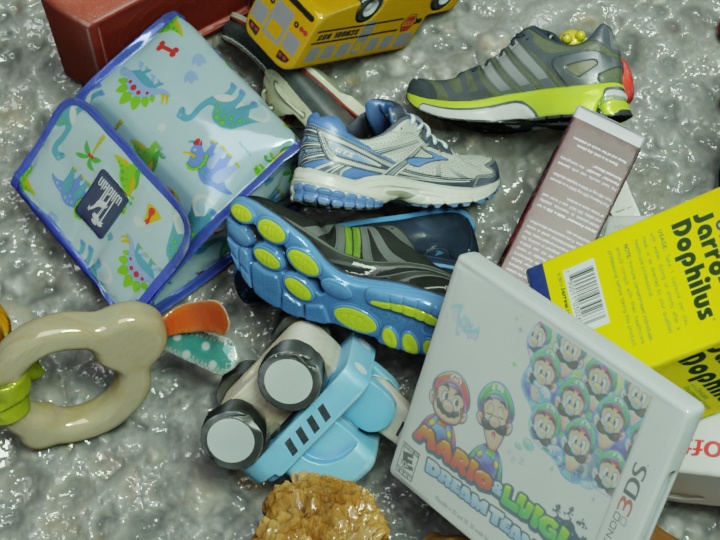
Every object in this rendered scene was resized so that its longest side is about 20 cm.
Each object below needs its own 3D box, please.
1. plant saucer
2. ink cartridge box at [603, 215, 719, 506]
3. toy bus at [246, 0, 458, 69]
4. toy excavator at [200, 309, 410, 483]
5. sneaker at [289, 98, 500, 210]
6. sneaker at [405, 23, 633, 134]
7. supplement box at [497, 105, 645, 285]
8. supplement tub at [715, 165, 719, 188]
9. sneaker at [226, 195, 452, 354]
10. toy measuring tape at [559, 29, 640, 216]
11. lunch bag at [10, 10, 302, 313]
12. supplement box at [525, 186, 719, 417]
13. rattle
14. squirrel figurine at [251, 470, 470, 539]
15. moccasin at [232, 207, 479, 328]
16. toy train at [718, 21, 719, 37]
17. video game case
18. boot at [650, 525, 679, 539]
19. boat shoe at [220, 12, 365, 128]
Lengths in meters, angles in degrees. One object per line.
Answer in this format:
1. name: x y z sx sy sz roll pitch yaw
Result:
1. plant saucer: -0.156 -0.222 1.226 0.199 0.200 0.037 -30 82 -10
2. ink cartridge box: 0.245 0.066 1.110 0.144 0.084 0.201 1 69 36
3. toy bus: 0.000 -0.224 1.251 0.065 0.078 0.200 46 37 18
4. toy excavator: 0.010 0.111 1.124 0.200 0.100 0.194 41 106 -10
5. sneaker: 0.036 -0.092 1.177 0.200 0.077 0.085 -4 98 -39
6. sneaker: 0.129 -0.156 1.220 0.199 0.074 0.081 2 85 30
7. supplement box: 0.144 -0.015 1.150 0.061 0.109 0.200 25 81 4
8. supplement tub: 0.350 -0.097 1.151 0.122 0.200 0.123 -1 67 2
9. sneaker: -0.010 -0.001 1.124 0.199 0.071 0.083 23 34 4
10. toy measuring tape: 0.202 -0.119 1.235 0.073 0.074 0.201 -14 67 -4
11. lunch bag: -0.161 -0.078 1.206 0.200 0.127 0.170 -42 74 -2
12. supplement box: 0.231 0.026 1.011 0.200 0.109 0.110 -24 56 23
13. rattle: -0.199 0.043 1.164 0.200 0.130 0.143 -32 27 7
14. squirrel figurine: 0.006 0.229 1.045 0.186 0.142 0.200 -35 91 -20
15. moccasin: 0.000 0.000 1.187 0.199 0.081 0.068 -14 72 -3
16. toy train: 0.372 -0.219 1.271 0.115 0.085 0.201 7 67 -6
17. video game case: 0.114 0.113 0.987 0.024 0.182 0.200 -11 37 -44
18. boot: 0.192 0.194 1.056 0.200 0.155 0.074 24 70 11
19. boat shoe: -0.048 -0.142 1.255 0.200 0.071 0.063 41 99 13
